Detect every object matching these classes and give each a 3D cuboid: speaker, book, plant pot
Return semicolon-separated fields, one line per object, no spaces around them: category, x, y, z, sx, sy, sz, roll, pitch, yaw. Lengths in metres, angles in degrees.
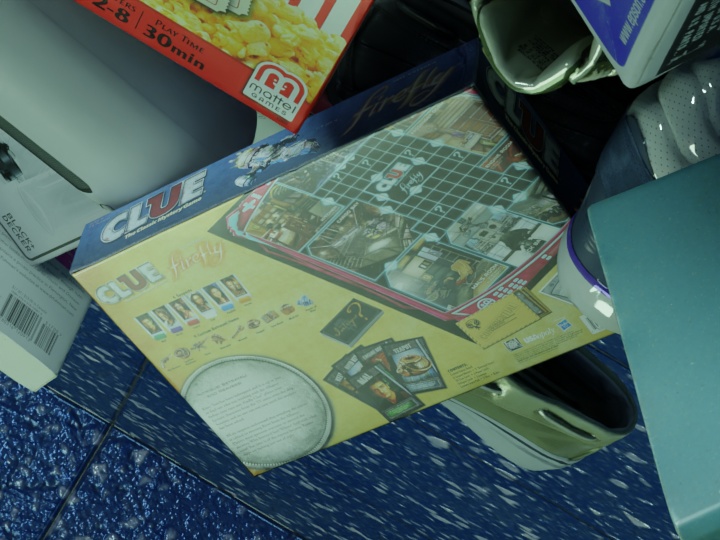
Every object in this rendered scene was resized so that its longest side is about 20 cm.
speaker;-0.132;-0.097;1.004;0.081;0.081;0.200;14;160;49
book;-0.198;-0.045;1.422;0.134;0.200;0.048;40;135;-20
plant pot;0.206;0.022;0.810;0.200;0.141;0.141;-26;138;18

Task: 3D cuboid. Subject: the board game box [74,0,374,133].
board game box;-0.045;-0.156;0.865;0.151;0.046;0.200;30;141;-2

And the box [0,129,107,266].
box;-0.144;-0.082;1.310;0.117;0.060;0.200;53;145;-11

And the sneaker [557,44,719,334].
sneaker;0.184;-0.035;0.924;0.200;0.081;0.146;2;143;-24

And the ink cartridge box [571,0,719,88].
ink cartridge box;0.053;-0.174;0.651;0.200;0.043;0.198;57;165;13

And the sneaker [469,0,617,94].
sneaker;0.073;-0.101;0.887;0.067;0.090;0.200;25;166;19

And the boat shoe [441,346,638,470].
boat shoe;0.048;0.027;1.137;0.200;0.072;0.062;33;141;-31

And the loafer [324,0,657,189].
loafer;0.085;-0.075;1.009;0.200;0.070;0.068;15;-166;-1

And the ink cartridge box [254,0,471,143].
ink cartridge box;0.017;-0.069;1.141;0.200;0.083;0.146;39;163;-32

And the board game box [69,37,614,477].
board game box;0.000;0.000;1.009;0.200;0.035;0.136;-23;123;26
